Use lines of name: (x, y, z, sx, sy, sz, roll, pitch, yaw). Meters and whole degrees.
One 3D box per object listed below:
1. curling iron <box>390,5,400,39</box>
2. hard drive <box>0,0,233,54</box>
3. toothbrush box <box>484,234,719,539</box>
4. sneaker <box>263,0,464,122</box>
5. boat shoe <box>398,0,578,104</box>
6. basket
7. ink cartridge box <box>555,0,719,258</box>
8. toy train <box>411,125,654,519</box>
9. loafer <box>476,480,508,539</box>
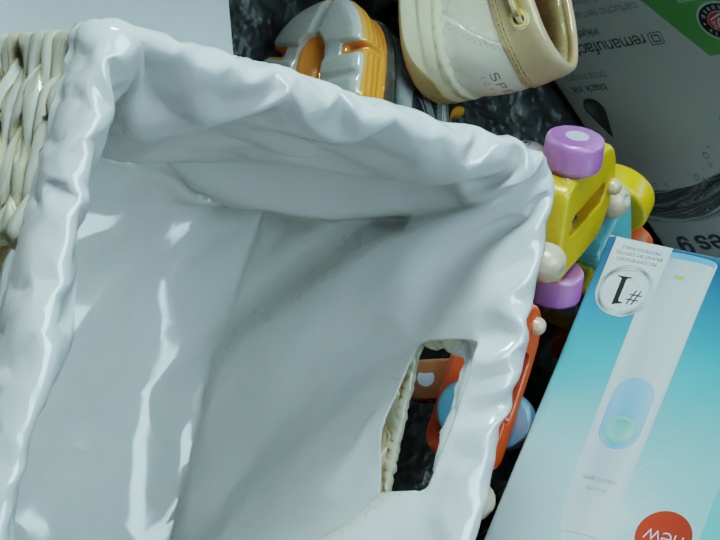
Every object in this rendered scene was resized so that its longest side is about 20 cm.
curling iron: (-0.011, -0.138, 1.103, 0.200, 0.026, 0.050, 40, 61, -29)
hard drive: (-0.134, -0.095, 1.002, 0.200, 0.025, 0.132, -5, 90, -39)
toothbrush box: (0.131, 0.102, 1.048, 0.200, 0.146, 0.085, -65, 154, -25)
sneaker: (0.000, 0.000, 1.073, 0.077, 0.078, 0.200, 20, 74, -42)
boat shoe: (0.054, -0.164, 1.066, 0.074, 0.069, 0.200, -8, 96, -64)
basket: (-0.069, 0.031, 0.941, 0.200, 0.161, 0.198, 15, 87, -38)
ink cartridge box: (0.175, -0.070, 1.171, 0.084, 0.146, 0.200, -49, 116, -31)
toy train: (0.061, 0.017, 1.101, 0.200, 0.056, 0.150, 11, 95, -73)
loafer: (0.002, 0.146, 1.066, 0.200, 0.068, 0.070, -28, 98, -41)
